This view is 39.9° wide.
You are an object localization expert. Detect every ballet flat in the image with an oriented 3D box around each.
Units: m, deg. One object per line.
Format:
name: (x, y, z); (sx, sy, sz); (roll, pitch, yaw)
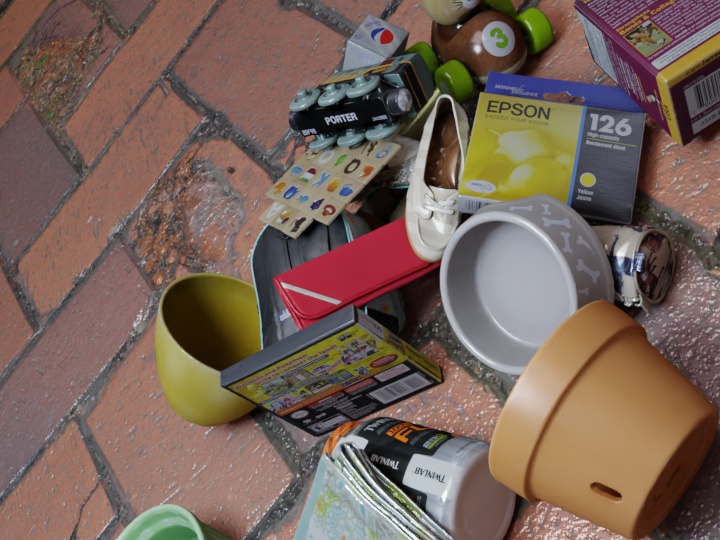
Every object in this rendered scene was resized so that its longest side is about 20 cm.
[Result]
ballet flat: (0.028, -0.136, 1.264); (0.198, 0.076, 0.068); (-10, 32, 44)

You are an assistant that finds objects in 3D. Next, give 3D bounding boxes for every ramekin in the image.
ramekin: (-0.229, 0.401, 1.220); (0.198, 0.097, 0.203); (-23, 49, 30)

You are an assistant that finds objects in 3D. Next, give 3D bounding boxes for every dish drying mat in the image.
dish drying mat: (0.000, 0.000, 1.160); (0.198, 0.018, 0.077); (-25, 70, -20)

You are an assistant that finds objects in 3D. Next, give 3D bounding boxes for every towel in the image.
towel: (0.007, 0.294, 1.008); (0.171, 0.048, 0.202); (40, 130, 30)

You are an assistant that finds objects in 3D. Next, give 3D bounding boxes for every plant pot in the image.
plant pot: (-0.194, 0.123, 1.327); (0.143, 0.197, 0.201); (-61, 35, 32)
plant pot: (0.233, 0.149, 0.912); (0.139, 0.200, 0.201); (33, 87, 31)

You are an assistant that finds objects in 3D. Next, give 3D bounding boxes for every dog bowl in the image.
dog bowl: (0.169, 0.019, 1.057); (0.198, 0.058, 0.203); (17, 116, 39)

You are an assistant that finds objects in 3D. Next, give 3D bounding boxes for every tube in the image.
tube: (0.054, -0.174, 1.379); (0.201, 0.058, 0.052); (-50, 62, 8)

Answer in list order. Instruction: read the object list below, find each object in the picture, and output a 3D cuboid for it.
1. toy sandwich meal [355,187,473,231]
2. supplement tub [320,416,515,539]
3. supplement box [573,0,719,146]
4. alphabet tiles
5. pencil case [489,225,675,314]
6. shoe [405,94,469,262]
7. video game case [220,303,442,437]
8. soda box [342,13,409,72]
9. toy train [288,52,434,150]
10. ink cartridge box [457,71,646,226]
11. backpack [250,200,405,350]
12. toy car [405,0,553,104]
toy sandwich meal: (0.078, -0.087, 1.284); (0.203, 0.070, 0.208); (-23, 50, 30)
supplement tub: (0.056, 0.227, 1.057); (0.198, 0.122, 0.124); (6, 68, 44)
supplement box: (0.349, -0.255, 1.106); (0.130, 0.104, 0.201); (-31, 45, 4)
alphabet tiles: (-0.037, -0.123, 1.240); (0.200, 0.006, 0.166); (-47, 34, -12)
pencil case: (0.235, -0.005, 1.080); (0.198, 0.078, 0.090); (2, 50, 43)
shoe: (0.091, -0.111, 1.174); (0.069, 0.053, 0.203); (6, 77, 5)
video game case: (-0.032, 0.124, 1.162); (0.198, 0.180, 0.026); (-27, 49, 26)
soda box: (0.010, -0.245, 1.357); (0.063, 0.201, 0.069); (26, 54, 9)
toy train: (-0.001, -0.212, 1.240); (0.198, 0.086, 0.114); (-2, 34, 45)
ink cartridge box: (0.225, -0.147, 1.143); (0.194, 0.047, 0.203); (9, 68, 12)
backpack: (-0.045, 0.019, 1.254); (0.174, 0.153, 0.203); (-27, 72, 28)
toy car: (0.133, -0.351, 1.280); (0.163, 0.202, 0.158); (-34, 40, -11)
